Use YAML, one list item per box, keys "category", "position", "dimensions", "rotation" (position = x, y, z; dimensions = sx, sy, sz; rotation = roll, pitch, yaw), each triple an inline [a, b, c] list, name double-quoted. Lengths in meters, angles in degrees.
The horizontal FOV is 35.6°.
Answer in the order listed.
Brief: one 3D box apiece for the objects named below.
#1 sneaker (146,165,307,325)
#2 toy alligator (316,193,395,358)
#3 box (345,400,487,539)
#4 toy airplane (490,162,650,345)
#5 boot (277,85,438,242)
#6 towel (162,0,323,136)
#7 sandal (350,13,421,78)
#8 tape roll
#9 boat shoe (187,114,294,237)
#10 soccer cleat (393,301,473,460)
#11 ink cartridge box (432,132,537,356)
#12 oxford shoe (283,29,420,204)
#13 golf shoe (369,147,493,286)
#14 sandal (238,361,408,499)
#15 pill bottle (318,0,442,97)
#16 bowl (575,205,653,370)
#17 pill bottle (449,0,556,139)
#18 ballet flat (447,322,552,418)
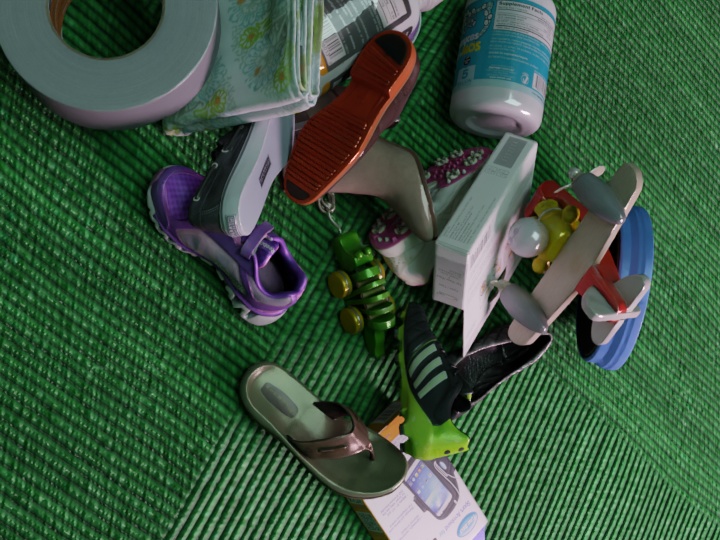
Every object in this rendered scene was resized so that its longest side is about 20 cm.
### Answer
- category: "sneaker"
  position: [-0.125, -0.030, 1.121]
  dimensions: [0.200, 0.088, 0.081]
  rotation: [48, 62, -19]
- category: "toy alligator"
  position: [0.000, 0.000, 1.223]
  dimensions: [0.059, 0.054, 0.200]
  rotation: [-22, 97, -35]
- category: "box"
  position: [0.060, 0.258, 1.244]
  dimensions: [0.119, 0.041, 0.200]
  rotation: [-40, 109, -31]
- category: "toy airplane"
  position: [0.228, -0.015, 1.240]
  dimensions: [0.141, 0.199, 0.200]
  rotation: [14, 83, -22]
- category: "boot"
  position: [-0.014, -0.108, 1.199]
  dimensions: [0.146, 0.070, 0.200]
  rotation: [-15, 73, -16]
- category: "towel"
  position: [-0.117, -0.227, 1.085]
  dimensions: [0.048, 0.200, 0.172]
  rotation: [17, 73, -49]
- category: "sandal"
  position: [0.004, -0.259, 1.260]
  dimensions: [0.203, 0.050, 0.083]
  rotation: [-36, 105, -30]
- category: "tape roll"
  position: [-0.229, -0.233, 1.031]
  dimensions: [0.200, 0.066, 0.201]
  rotation: [1, 80, -4]
- category: "boat shoe"
  position: [-0.117, -0.107, 1.101]
  dimensions: [0.070, 0.066, 0.200]
  rotation: [77, 22, -46]
- category: "soccer cleat"
  position: [0.078, 0.117, 1.214]
  dimensions: [0.081, 0.068, 0.200]
  rotation: [-3, 48, 1]
- category: "ink cartridge box"
  position: [0.143, -0.030, 1.290]
  dimensions: [0.200, 0.045, 0.176]
  rotation: [-55, 156, -36]
- category: "oxford shoe"
  position: [-0.001, -0.144, 1.144]
  dimensions: [0.200, 0.071, 0.073]
  rotation: [-52, 154, 1]
- category: "golf shoe"
  position: [0.093, -0.064, 1.295]
  dimensions: [0.200, 0.075, 0.092]
  rotation: [-44, 122, -26]
- category: "sandal"
  position: [-0.037, 0.165, 1.151]
  dimensions: [0.201, 0.057, 0.080]
  rotation: [36, 58, -9]
- category: "pill bottle"
  position: [-0.011, -0.273, 1.171]
  dimensions: [0.200, 0.116, 0.116]
  rotation: [-37, 106, -17]
- category: "bowl"
  position: [0.303, 0.019, 1.357]
  dimensions: [0.039, 0.201, 0.201]
  rotation: [10, 77, -2]
- category: "pill bottle"
  position: [0.173, -0.266, 1.343]
  dimensions: [0.111, 0.111, 0.200]
  rotation: [19, 73, -32]
- category: "ballet flat"
  position: [0.144, 0.113, 1.308]
  dimensions: [0.200, 0.057, 0.067]
  rotation: [-34, 103, -33]
